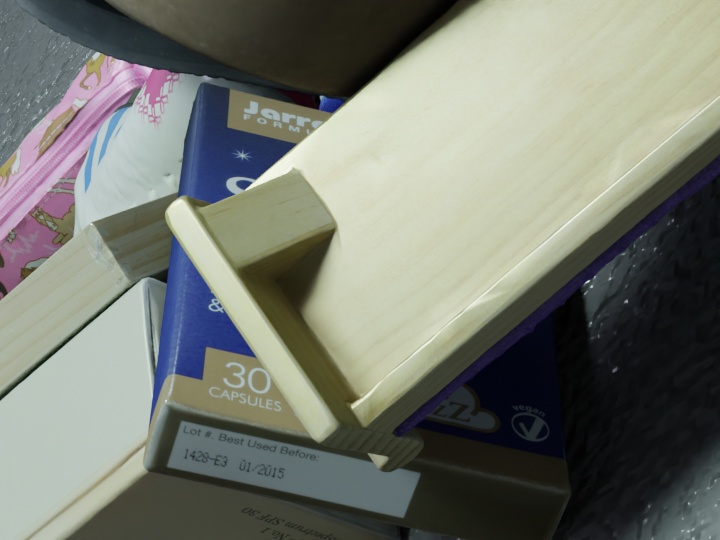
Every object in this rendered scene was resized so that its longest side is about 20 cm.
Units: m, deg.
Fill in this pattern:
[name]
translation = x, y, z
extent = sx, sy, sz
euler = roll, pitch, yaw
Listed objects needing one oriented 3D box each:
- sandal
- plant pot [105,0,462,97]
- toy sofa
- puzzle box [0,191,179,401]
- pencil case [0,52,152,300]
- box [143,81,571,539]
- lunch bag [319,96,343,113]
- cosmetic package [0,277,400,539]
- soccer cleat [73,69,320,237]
[sandal]
translation = -0.017, -0.087, 0.851
extent = 0.076, 0.199, 0.043
euler = -90, 11, -74
[plant pot]
translation = -0.003, -0.147, 0.682
extent = 0.175, 0.199, 0.200
euler = -64, 19, 18
[toy sofa]
translation = 0.055, -0.039, 0.672
extent = 0.200, 0.098, 0.083
euler = -41, 70, 12
[puzzle box]
translation = -0.071, 0.005, 0.895
extent = 0.133, 0.025, 0.200
euler = -39, -8, 33
[pencil case]
translation = -0.134, -0.031, 1.131
extent = 0.200, 0.083, 0.087
euler = -43, 25, 23
[box]
translation = 0.000, 0.000, 0.785
extent = 0.200, 0.120, 0.033
euler = -90, 15, -54
[lunch bag]
translation = 0.004, -0.164, 0.992
extent = 0.170, 0.127, 0.201
euler = -35, 55, 51
[cosmetic package]
translation = -0.091, 0.095, 0.836
extent = 0.200, 0.103, 0.073
euler = -40, 43, 33
[soccer cleat]
translation = -0.068, -0.033, 0.968
extent = 0.087, 0.070, 0.200
euler = -67, 12, -12
